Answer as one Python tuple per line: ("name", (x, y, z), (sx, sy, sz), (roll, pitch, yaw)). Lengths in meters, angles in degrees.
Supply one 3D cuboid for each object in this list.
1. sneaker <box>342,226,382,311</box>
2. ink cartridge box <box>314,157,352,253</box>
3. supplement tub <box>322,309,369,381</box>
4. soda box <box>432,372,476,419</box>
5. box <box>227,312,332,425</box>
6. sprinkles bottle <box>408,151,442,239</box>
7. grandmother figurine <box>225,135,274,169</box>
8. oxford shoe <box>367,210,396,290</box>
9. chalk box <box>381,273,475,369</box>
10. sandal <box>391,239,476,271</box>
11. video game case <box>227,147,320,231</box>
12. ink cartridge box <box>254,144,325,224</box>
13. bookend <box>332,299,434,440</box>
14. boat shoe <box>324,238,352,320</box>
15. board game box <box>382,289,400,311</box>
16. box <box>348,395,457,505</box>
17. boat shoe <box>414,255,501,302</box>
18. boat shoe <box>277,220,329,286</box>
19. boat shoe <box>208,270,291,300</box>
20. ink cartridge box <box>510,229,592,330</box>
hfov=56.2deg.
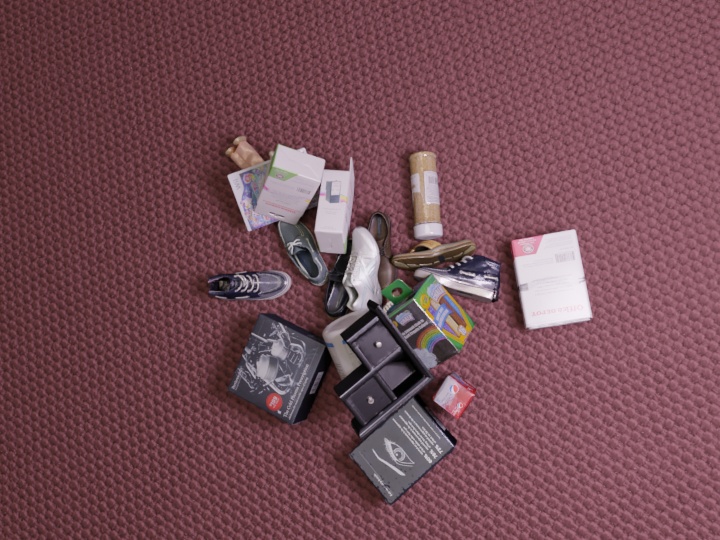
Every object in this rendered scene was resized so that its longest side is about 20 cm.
("sneaker", (0.000, 0.000, 1.552), (0.080, 0.070, 0.202), (-11, 99, -31))
("ink cartridge box", (-0.058, -0.155, 1.585), (0.067, 0.117, 0.202), (4, 67, 5))
("supplement tub", (0.008, 0.202, 1.517), (0.131, 0.132, 0.201), (-21, 101, 7))
("soda box", (0.207, 0.269, 1.464), (0.070, 0.200, 0.064), (35, 91, 13))
("box", (-0.182, 0.228, 1.582), (0.181, 0.104, 0.201), (23, 91, 16))
("sprinkles bottle", (0.154, -0.176, 1.596), (0.068, 0.068, 0.202), (-5, 82, 10))
("grandmother figurine", (-0.247, -0.247, 1.688), (0.200, 0.060, 0.121), (48, 120, 9))
("oxford shoe", (0.043, -0.042, 1.593), (0.072, 0.084, 0.202), (-8, 83, 7))
("chalk box", (0.133, 0.102, 1.495), (0.200, 0.124, 0.125), (50, 127, -3))
("sandal", (0.169, -0.046, 1.577), (0.198, 0.080, 0.054), (-15, 63, 5))
("video game case", (-0.204, -0.197, 1.636), (0.199, 0.018, 0.144), (-21, 103, -9))
("ink cartridge box", (-0.169, -0.195, 1.568), (0.116, 0.200, 0.068), (17, 59, -15))
("bookend", (0.013, 0.202, 1.404), (0.198, 0.092, 0.201), (-38, 101, -7))
("boat shoe", (-0.040, 0.020, 1.612), (0.074, 0.062, 0.202), (15, 85, 14))
("board game box", (0.030, 0.140, 1.606), (0.199, 0.019, 0.103), (-32, 77, 5))
("box", (0.097, 0.399, 1.518), (0.200, 0.104, 0.148), (-41, 78, 4))
("boat shoe", (0.229, 0.004, 1.558), (0.198, 0.075, 0.093), (17, 78, 5))
("boat shoe", (-0.144, -0.054, 1.639), (0.073, 0.062, 0.201), (-34, 78, 7))
("boat shoe", (-0.273, 0.037, 1.636), (0.198, 0.093, 0.075), (-10, 81, 9))
("ink cartridge box", (0.425, 0.024, 1.514), (0.144, 0.085, 0.202), (-9, 80, 9))
